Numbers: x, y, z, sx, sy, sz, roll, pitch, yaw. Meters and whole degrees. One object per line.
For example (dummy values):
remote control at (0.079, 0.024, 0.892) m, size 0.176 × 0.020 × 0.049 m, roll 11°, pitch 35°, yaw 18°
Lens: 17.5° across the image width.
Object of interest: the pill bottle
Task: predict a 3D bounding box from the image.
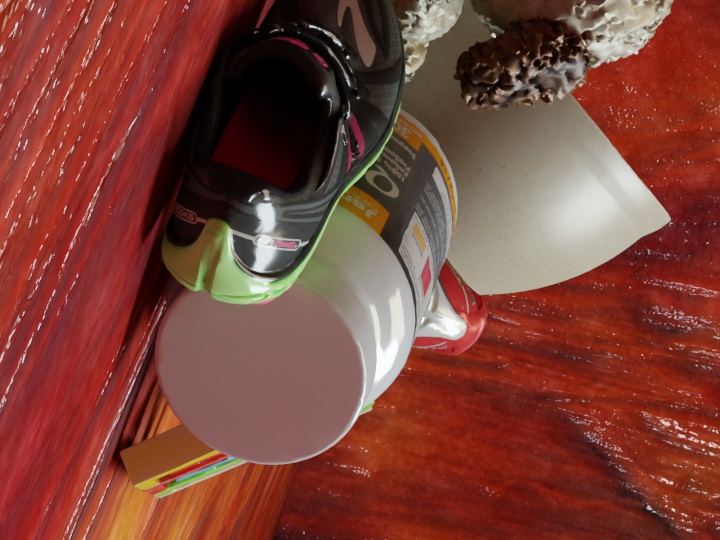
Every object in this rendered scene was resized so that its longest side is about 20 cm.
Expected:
pill bottle at (-0.024, 0.001, 1.082) m, size 0.200 × 0.116 × 0.117 m, roll -66°, pitch 176°, yaw -63°

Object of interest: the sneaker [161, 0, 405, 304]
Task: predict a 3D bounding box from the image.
sneaker at (-0.023, -0.072, 0.986) m, size 0.084 × 0.077 × 0.200 m, roll 107°, pitch 1°, yaw -47°

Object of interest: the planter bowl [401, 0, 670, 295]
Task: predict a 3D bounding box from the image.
planter bowl at (0.066, -0.064, 1.364) m, size 0.135 × 0.200 × 0.200 m, roll -40°, pitch 180°, yaw 5°

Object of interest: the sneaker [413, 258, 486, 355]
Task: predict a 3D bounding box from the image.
sneaker at (0.000, 0.000, 1.279) m, size 0.077 × 0.085 × 0.200 m, roll -59°, pitch -145°, yaw 6°

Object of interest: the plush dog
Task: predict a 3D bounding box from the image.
plush dog at (0.079, -0.165, 1.131) m, size 0.200 × 0.172 × 0.161 m, roll -43°, pitch 153°, yaw -23°

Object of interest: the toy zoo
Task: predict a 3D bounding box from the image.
toy zoo at (-0.055, 0.080, 1.198) m, size 0.200 × 0.131 × 0.020 m, roll 91°, pitch -24°, yaw -83°
